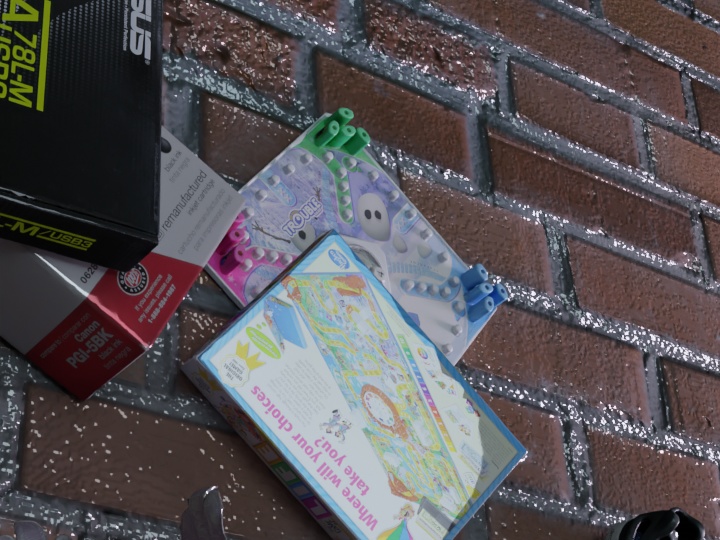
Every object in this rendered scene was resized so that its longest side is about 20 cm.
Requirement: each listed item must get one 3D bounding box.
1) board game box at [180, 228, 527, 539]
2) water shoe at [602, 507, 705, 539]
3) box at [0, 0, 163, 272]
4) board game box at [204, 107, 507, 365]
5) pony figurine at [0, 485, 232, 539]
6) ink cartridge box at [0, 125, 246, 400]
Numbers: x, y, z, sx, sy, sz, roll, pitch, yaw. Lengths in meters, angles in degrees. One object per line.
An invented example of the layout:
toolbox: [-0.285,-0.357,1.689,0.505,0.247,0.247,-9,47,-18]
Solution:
board game box: [-0.001,0.091,0.951,0.200,0.034,0.134,49,61,-6]
water shoe: [0.211,0.262,1.023,0.071,0.079,0.200,19,53,-31]
box: [-0.202,-0.114,0.804,0.193,0.048,0.200,16,55,-29]
board game box: [0.000,0.000,1.043,0.200,0.026,0.200,49,44,-6]
pony figurine: [-0.094,0.219,0.754,0.200,0.166,0.193,17,61,-52]
ink cartridge box: [-0.189,-0.047,0.867,0.200,0.083,0.147,41,45,-13]
